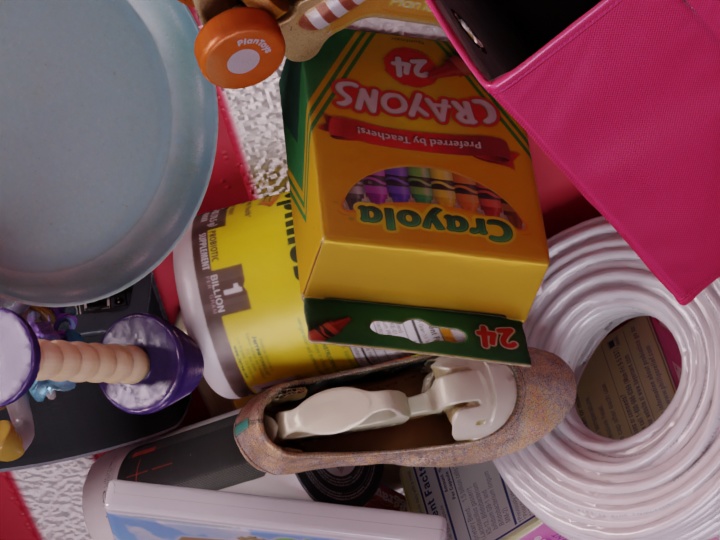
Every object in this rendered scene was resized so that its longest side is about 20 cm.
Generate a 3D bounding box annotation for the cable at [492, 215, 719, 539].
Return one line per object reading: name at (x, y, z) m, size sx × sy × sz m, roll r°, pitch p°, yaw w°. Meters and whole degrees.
cable at (0.158, 0.066, 1.653) m, size 0.199 × 0.201 × 0.069 m, roll -9°, pitch 166°, yaw 26°

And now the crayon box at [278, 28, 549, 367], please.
crayon box at (0.029, -0.043, 1.515) m, size 0.126 × 0.201 × 0.051 m, roll 6°, pitch 136°, yaw -15°

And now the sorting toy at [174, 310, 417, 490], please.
sorting toy at (-0.003, 0.077, 1.763) m, size 0.184 × 0.037 × 0.200 m, roll -13°, pitch 137°, yaw 6°

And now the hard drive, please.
hard drive at (-0.210, 0.068, 1.719) m, size 0.199 × 0.042 × 0.135 m, roll -10°, pitch 138°, yaw 3°

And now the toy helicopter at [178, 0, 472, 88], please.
toy helicopter at (0.004, -0.159, 1.493) m, size 0.199 × 0.079 × 0.132 m, roll 7°, pitch 135°, yaw -33°

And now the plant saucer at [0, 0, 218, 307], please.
plant saucer at (-0.165, -0.081, 1.482) m, size 0.200 × 0.201 × 0.027 m, roll 27°, pitch 164°, yaw -32°

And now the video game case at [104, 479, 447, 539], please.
video game case at (-0.046, 0.180, 1.707) m, size 0.199 × 0.022 × 0.182 m, roll 6°, pitch 153°, yaw 6°

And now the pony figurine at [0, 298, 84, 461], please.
pony figurine at (-0.219, 0.013, 1.551) m, size 0.166 × 0.200 × 0.194 m, roll -12°, pitch 108°, yaw 15°

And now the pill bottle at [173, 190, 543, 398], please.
pill bottle at (0.000, 0.000, 1.626) m, size 0.199 × 0.110 × 0.109 m, roll -14°, pitch 137°, yaw 7°

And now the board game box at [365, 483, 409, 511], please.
board game box at (-0.068, 0.173, 1.843) m, size 0.103 × 0.020 × 0.200 m, roll 28°, pitch 138°, yaw -34°

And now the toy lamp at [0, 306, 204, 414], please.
toy lamp at (-0.143, 0.047, 1.503) m, size 0.058 × 0.058 × 0.200 m, roll -26°, pitch 166°, yaw 19°

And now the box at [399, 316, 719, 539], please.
box at (0.160, 0.145, 1.792) m, size 0.200 × 0.097 × 0.176 m, roll -33°, pitch 139°, yaw 21°

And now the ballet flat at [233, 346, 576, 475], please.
ballet flat at (0.028, 0.079, 1.595) m, size 0.199 × 0.068 × 0.067 m, roll -12°, pitch 165°, yaw -6°

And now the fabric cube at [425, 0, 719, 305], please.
fabric cube at (0.155, -0.146, 1.400) m, size 0.200 × 0.197 × 0.199 m, roll -37°, pitch 133°, yaw 10°

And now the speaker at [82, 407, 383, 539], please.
speaker at (-0.080, 0.128, 1.730) m, size 0.081 × 0.082 × 0.200 m, roll 30°, pitch 147°, yaw -34°
